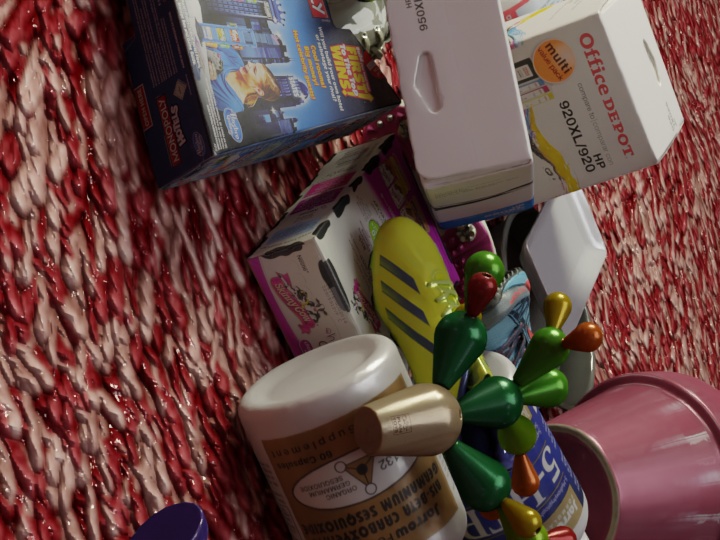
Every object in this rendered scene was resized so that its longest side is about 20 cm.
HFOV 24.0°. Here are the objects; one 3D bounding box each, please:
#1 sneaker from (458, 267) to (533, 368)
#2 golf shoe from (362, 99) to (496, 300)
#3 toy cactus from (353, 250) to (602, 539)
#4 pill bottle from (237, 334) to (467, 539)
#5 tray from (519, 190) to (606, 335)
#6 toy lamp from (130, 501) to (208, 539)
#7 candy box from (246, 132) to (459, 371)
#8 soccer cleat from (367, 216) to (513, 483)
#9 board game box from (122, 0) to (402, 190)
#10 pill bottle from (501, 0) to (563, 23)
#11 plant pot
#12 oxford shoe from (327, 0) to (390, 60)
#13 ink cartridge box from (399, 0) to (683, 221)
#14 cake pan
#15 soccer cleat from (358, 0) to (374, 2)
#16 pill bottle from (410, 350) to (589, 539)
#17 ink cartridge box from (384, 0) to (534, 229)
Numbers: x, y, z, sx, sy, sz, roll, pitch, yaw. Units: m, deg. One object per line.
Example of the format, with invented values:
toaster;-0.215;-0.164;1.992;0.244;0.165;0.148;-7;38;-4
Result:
sneaker;0.122;0.065;1.360;0.096;0.079;0.200;56;-2;18
golf shoe;0.072;-0.055;1.429;0.201;0.075;0.092;68;23;-13
toy cactus;0.076;0.092;1.066;0.164;0.102;0.202;-8;97;-35
pill bottle;0.007;0.155;1.121;0.201;0.114;0.114;67;27;-13
tray;0.190;-0.019;1.608;0.108;0.022;0.200;64;27;-17
toy lamp;-0.063;0.225;1.005;0.201;0.058;0.058;59;29;-29
candy box;0.000;0.000;1.262;0.137;0.061;0.200;65;26;-17
soccer cleat;0.061;0.055;1.171;0.064;0.084;0.202;-9;82;-36
board game box;-0.069;-0.156;1.164;0.199;0.061;0.201;0;70;-48
pill bottle;0.169;-0.203;1.668;0.201;0.108;0.109;59;29;-26
plant pot;0.222;0.191;1.464;0.178;0.199;0.202;-1;75;-47
oxford shoe;-0.015;-0.167;1.278;0.200;0.057;0.075;-55;155;-34
ink cartridge box;0.167;-0.152;1.526;0.148;0.199;0.145;66;27;-13
cake pan;0.164;0.039;1.590;0.200;0.037;0.202;41;40;-47
soccer cleat;-0.006;-0.250;1.257;0.200;0.080;0.068;-77;-176;-64
pill bottle;0.106;0.173;1.300;0.201;0.119;0.120;59;29;-25
ink cartridge box;0.077;-0.121;1.263;0.200;0.084;0.146;47;31;-81
